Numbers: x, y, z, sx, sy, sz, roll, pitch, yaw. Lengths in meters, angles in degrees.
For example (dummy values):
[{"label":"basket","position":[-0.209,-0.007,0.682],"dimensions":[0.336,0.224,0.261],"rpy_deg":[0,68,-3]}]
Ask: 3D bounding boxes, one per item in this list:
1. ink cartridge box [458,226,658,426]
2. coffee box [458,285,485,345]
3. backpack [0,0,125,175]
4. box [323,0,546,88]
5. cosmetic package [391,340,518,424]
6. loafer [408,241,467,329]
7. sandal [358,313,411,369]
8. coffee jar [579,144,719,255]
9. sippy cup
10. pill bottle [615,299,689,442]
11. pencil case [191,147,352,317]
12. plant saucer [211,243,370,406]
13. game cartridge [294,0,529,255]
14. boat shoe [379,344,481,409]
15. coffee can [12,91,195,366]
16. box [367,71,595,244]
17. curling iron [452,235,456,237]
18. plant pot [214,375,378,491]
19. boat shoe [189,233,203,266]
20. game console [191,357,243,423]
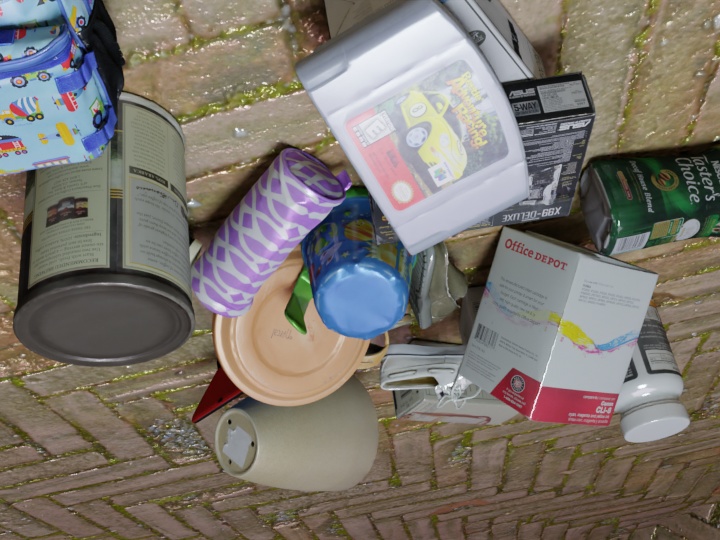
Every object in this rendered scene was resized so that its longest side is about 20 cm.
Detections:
[{"label":"ink cartridge box","position":[0.240,0.066,1.011],"dimensions":[0.144,0.145,0.202],"rpy_deg":[10,101,-31]},{"label":"coffee box","position":[0.247,0.072,1.174],"dimensions":[0.198,0.080,0.113],"rpy_deg":[-8,149,-3]},{"label":"backpack","position":[-0.267,-0.176,0.561],"dimensions":[0.181,0.135,0.201],"rpy_deg":[-8,147,-6]},{"label":"box","position":[0.073,-0.187,0.712],"dimensions":[0.116,0.061,0.200],"rpy_deg":[-25,147,25]},{"label":"cosmetic package","position":[0.153,0.181,1.308],"dimensions":[0.199,0.104,0.087],"rpy_deg":[10,146,-27]},{"label":"loafer","position":[0.095,0.004,1.039],"dimensions":[0.069,0.076,0.200],"rpy_deg":[-20,155,-6]},{"label":"sandal","position":[-0.003,0.116,1.151],"dimensions":[0.199,0.054,0.080],"rpy_deg":[-34,173,24]},{"label":"coffee jar","position":[0.357,-0.082,0.930],"dimensions":[0.198,0.105,0.086],"rpy_deg":[-8,146,-5]},{"label":"sippy cup","position":[0.000,0.000,0.887],"dimensions":[0.138,0.131,0.179],"rpy_deg":[11,121,-9]},{"label":"pill bottle","position":[0.407,0.142,1.222],"dimensions":[0.115,0.201,0.117],"rpy_deg":[-7,150,-4]},{"label":"pencil case","position":[-0.099,-0.034,0.861],"dimensions":[0.085,0.084,0.200],"rpy_deg":[16,129,-39]},{"label":"plant saucer","position":[-0.076,0.067,0.985],"dimensions":[0.199,0.202,0.032],"rpy_deg":[3,-170,-21]},{"label":"game cartridge","position":[0.054,-0.113,0.659],"dimensions":[0.132,0.041,0.200],"rpy_deg":[-29,124,10]},{"label":"boat shoe","position":[0.119,0.151,1.132],"dimensions":[0.200,0.087,0.075],"rpy_deg":[2,149,16]},{"label":"coffee can","position":[-0.224,-0.036,0.736],"dimensions":[0.145,0.201,0.147],"rpy_deg":[-7,149,-4]},{"label":"box","position":[0.104,-0.097,0.763],"dimensions":[0.198,0.050,0.158],"rpy_deg":[-9,151,0]},{"label":"curling iron","position":[0.078,-0.082,0.920],"dimensions":[0.049,0.026,0.200],"rpy_deg":[-16,149,15]},{"label":"plant pot","position":[-0.106,0.239,1.195],"dimensions":[0.187,0.189,0.199],"rpy_deg":[-33,158,33]},{"label":"boat shoe","position":[-0.231,0.007,0.945],"dimensions":[0.063,0.074,0.201],"rpy_deg":[30,149,-5]},{"label":"game console","position":[-0.113,0.137,1.138],"dimensions":[0.172,0.120,0.199],"rpy_deg":[21,138,-41]}]
